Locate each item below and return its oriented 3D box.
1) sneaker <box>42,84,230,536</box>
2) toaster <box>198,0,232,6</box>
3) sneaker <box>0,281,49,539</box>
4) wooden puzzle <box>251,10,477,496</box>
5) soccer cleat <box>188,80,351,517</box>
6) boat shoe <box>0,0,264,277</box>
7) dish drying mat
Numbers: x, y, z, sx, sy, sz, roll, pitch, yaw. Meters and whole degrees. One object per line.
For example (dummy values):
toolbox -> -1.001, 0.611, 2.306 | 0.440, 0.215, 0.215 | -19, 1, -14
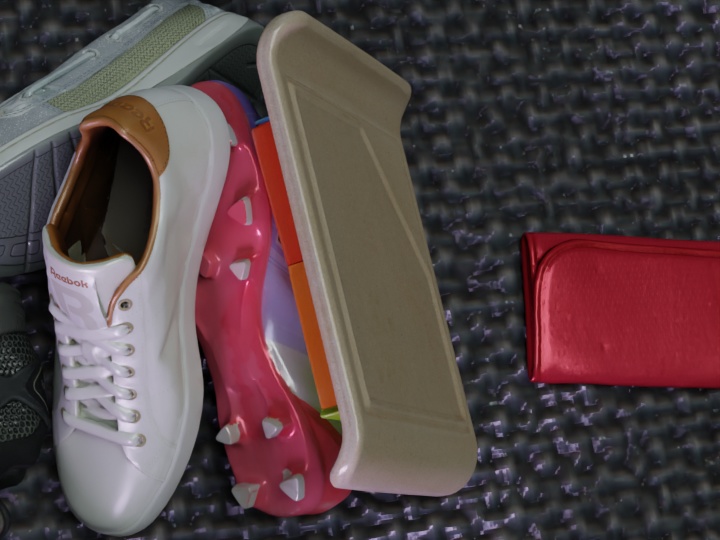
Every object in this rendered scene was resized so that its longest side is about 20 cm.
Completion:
sneaker -> -0.112, 0.021, 0.982 | 0.085, 0.073, 0.201 | -15, 115, -61
toaster -> -0.027, -0.230, 1.065 | 0.200, 0.181, 0.119 | -41, 95, -24
sneaker -> -0.219, 0.081, 0.962 | 0.199, 0.076, 0.115 | -14, 75, -29
wooden puzzle -> 0.000, 0.000, 1.031 | 0.037, 0.185, 0.201 | -12, 80, 16
soccer cleat -> -0.042, 0.012, 1.040 | 0.076, 0.067, 0.201 | -21, 98, -56
boat shoe -> -0.126, -0.065, 1.032 | 0.065, 0.075, 0.202 | 31, 51, 26
dish drying mat -> 0.175, 0.021, 1.160 | 0.199, 0.018, 0.077 | 3, 76, -20
